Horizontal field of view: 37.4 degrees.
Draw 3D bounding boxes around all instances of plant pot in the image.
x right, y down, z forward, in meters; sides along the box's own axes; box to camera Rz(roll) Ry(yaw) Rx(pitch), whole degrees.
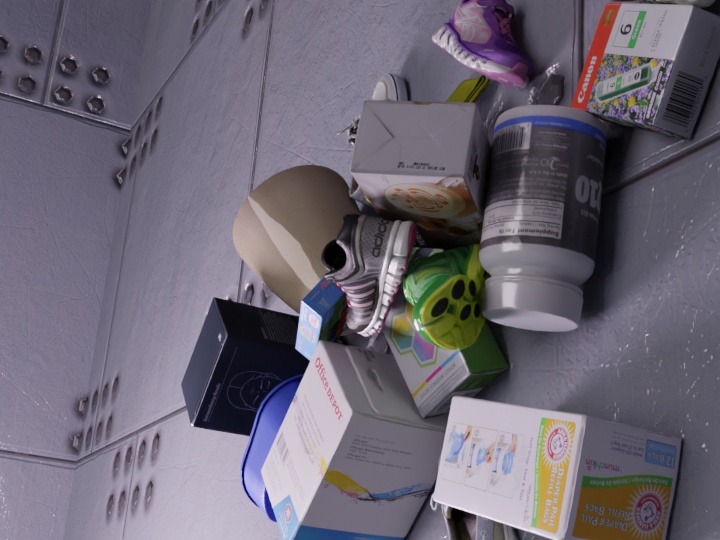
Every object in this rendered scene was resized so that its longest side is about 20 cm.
[{"bbox_3d":[-0.053,-0.011,1.463,0.200,0.186,0.188,55,128,40],"label":"plant pot"}]

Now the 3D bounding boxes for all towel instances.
[{"bbox_3d":[0.080,-0.160,1.306,0.200,0.018,0.086,-51,18,-6],"label":"towel"}]

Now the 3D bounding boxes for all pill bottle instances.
[{"bbox_3d":[0.176,-0.048,1.036,0.114,0.113,0.202,-16,64,62],"label":"pill bottle"}]

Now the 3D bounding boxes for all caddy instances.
[{"bbox_3d":[-0.075,0.236,1.389,0.105,0.140,0.201,36,109,58],"label":"caddy"}]

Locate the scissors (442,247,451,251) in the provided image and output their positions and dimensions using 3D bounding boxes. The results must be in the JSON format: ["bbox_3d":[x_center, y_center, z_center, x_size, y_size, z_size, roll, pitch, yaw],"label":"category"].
[{"bbox_3d":[0.159,-0.080,1.195,0.201,0.073,0.014,-58,0,-18],"label":"scissors"}]

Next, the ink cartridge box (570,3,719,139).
[{"bbox_3d":[0.255,-0.197,1.020,0.200,0.050,0.110,34,108,63],"label":"ink cartridge box"}]

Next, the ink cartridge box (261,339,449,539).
[{"bbox_3d":[-0.004,0.212,1.243,0.201,0.144,0.147,-65,27,22],"label":"ink cartridge box"}]

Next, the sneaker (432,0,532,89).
[{"bbox_3d":[0.152,-0.280,1.259,0.089,0.080,0.200,-60,27,16],"label":"sneaker"}]

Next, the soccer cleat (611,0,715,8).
[{"bbox_3d":[0.271,-0.277,0.999,0.077,0.069,0.200,-41,29,13],"label":"soccer cleat"}]

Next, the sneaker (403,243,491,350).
[{"bbox_3d":[0.080,0.028,1.054,0.200,0.083,0.075,-44,-54,-67],"label":"sneaker"}]

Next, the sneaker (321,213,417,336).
[{"bbox_3d":[0.000,0.000,1.121,0.200,0.087,0.074,108,-178,-61],"label":"sneaker"}]

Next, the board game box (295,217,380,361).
[{"bbox_3d":[0.001,0.007,1.284,0.200,0.037,0.152,-48,-12,-22],"label":"board game box"}]

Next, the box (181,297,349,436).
[{"bbox_3d":[-0.129,0.144,1.479,0.149,0.199,0.107,-66,27,19],"label":"box"}]

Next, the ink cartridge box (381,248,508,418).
[{"bbox_3d":[0.076,0.051,1.186,0.104,0.059,0.201,-49,56,44],"label":"ink cartridge box"}]

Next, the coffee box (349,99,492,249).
[{"bbox_3d":[0.074,-0.091,1.079,0.200,0.113,0.080,53,-135,-66],"label":"coffee box"}]

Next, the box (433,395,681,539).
[{"bbox_3d":[0.168,0.177,0.934,0.200,0.112,0.102,-4,72,64],"label":"box"}]

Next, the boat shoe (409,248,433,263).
[{"bbox_3d":[0.089,-0.032,1.277,0.066,0.070,0.201,-67,2,-49],"label":"boat shoe"}]

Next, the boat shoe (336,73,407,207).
[{"bbox_3d":[0.010,-0.190,1.496,0.074,0.086,0.204,-17,63,62],"label":"boat shoe"}]

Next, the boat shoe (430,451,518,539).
[{"bbox_3d":[0.111,0.254,1.071,0.075,0.064,0.203,-56,31,36],"label":"boat shoe"}]
